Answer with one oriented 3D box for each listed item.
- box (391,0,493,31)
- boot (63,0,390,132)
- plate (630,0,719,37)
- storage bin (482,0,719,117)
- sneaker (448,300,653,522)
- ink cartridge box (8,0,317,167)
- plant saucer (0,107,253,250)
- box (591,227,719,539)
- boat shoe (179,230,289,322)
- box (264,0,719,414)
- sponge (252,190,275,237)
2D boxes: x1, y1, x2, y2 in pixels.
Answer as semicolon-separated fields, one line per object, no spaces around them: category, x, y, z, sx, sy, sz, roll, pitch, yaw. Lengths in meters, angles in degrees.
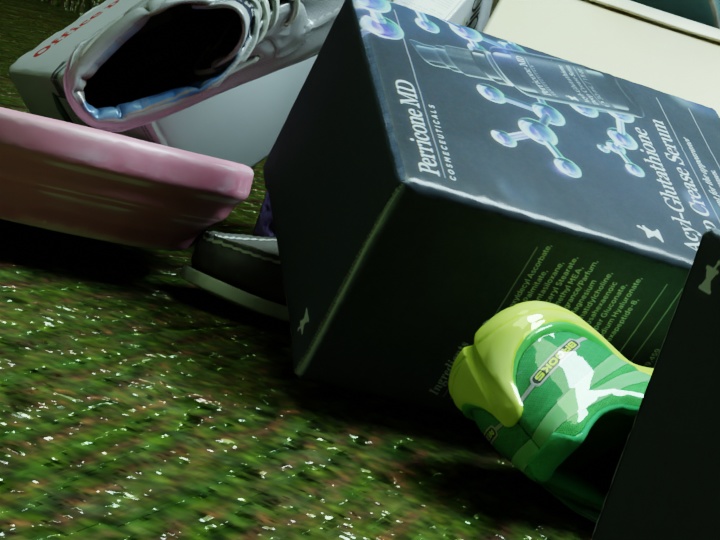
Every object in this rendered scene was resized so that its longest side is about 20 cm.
box;0.029;-0.095;0.895;0.036;0.145;0.200;27;51;16
boot;-0.055;-0.124;0.786;0.074;0.200;0.096;60;-3;-14
plate;0.151;-0.142;0.903;0.200;0.201;0.026;24;39;34
storage bin;0.143;-0.039;0.885;0.200;0.199;0.094;20;46;9
sneaker;0.119;0.075;0.617;0.200;0.074;0.084;16;33;-35
ink cartridge box;-0.108;-0.124;0.978;0.200;0.146;0.084;16;-41;57
plant saucer;-0.155;-0.050;0.781;0.200;0.051;0.201;13;2;0
box;0.207;0.088;0.467;0.198;0.123;0.200;16;10;-20
boat shoe;0.000;0.000;0.815;0.201;0.061;0.072;12;11;-37
box;0.073;-0.017;0.702;0.200;0.107;0.149;14;35;-21
sponge;0.043;-0.043;1.009;0.200;0.112;0.030;19;-3;0
